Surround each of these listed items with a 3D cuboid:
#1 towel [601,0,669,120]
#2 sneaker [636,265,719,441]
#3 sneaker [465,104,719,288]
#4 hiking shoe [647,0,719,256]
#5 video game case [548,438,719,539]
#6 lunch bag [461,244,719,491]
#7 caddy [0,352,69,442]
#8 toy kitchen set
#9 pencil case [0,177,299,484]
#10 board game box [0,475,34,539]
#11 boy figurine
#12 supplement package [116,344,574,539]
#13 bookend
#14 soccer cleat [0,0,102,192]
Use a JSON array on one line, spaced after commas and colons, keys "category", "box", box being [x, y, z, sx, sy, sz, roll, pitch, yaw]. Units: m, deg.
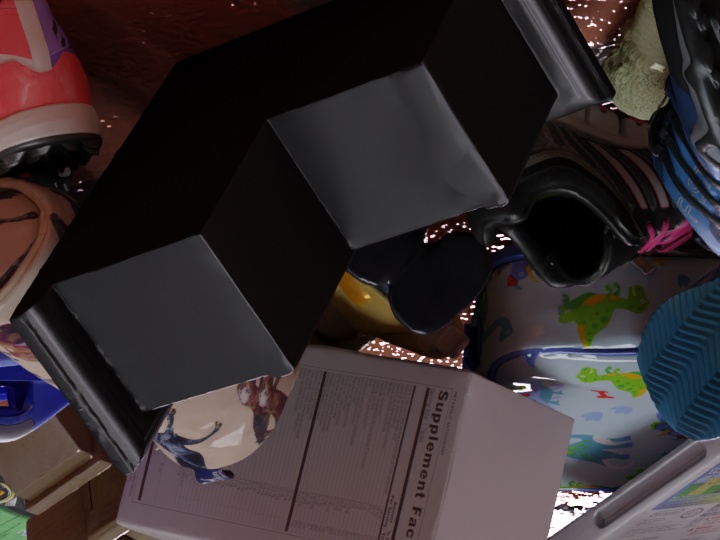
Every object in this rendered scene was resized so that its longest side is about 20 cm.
[{"category": "towel", "box": [0.216, -0.107, 1.150, 0.198, 0.037, 0.149, 5, 152, -6]}, {"category": "sneaker", "box": [0.209, 0.013, 1.249, 0.080, 0.077, 0.200, -16, 155, -43]}, {"category": "sneaker", "box": [0.124, -0.026, 1.253, 0.199, 0.088, 0.074, 18, 148, -29]}, {"category": "hiking shoe", "box": [0.152, -0.063, 1.116, 0.086, 0.075, 0.201, 15, 145, 40]}, {"category": "video game case", "box": [0.223, 0.112, 1.440, 0.199, 0.022, 0.182, -1, 150, -44]}, {"category": "lunch bag", "box": [0.132, 0.052, 1.409, 0.159, 0.083, 0.200, -1, 154, -2]}, {"category": "caddy", "box": [-0.190, 0.035, 1.311, 0.140, 0.106, 0.200, -13, 172, 22]}, {"category": "toy kitchen set", "box": [-0.131, 0.174, 1.525, 0.200, 0.181, 0.163, -34, 137, 31]}, {"category": "pencil case", "box": [-0.119, 0.029, 1.200, 0.089, 0.078, 0.200, -36, 138, 18]}, {"category": "board game box", "box": [-0.218, 0.141, 1.666, 0.104, 0.024, 0.200, 19, 147, -35]}, {"category": "boy figurine", "box": [0.000, 0.000, 1.307, 0.124, 0.064, 0.200, 44, 164, -7]}, {"category": "supplement package", "box": [-0.008, 0.104, 1.342, 0.199, 0.115, 0.109, 8, 170, 36]}, {"category": "bookend", "box": [-0.017, -0.031, 1.114, 0.199, 0.199, 0.092, -18, 118, 32]}, {"category": "soccer cleat", "box": [-0.167, -0.073, 1.220, 0.068, 0.074, 0.200, -10, 175, -19]}]
